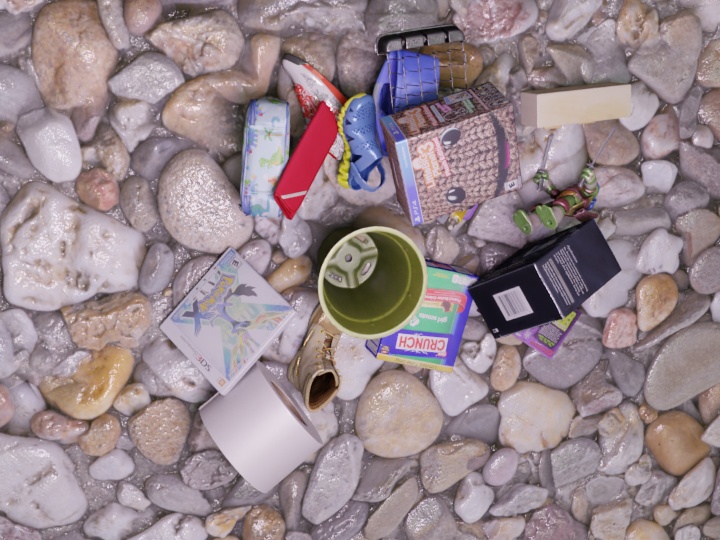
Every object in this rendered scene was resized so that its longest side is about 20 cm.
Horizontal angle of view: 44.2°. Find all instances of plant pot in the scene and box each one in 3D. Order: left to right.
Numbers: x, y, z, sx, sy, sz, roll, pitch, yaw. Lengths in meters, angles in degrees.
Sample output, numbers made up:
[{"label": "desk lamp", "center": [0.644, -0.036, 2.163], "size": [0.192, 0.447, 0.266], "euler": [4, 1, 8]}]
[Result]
[{"label": "plant pot", "center": [0.000, 0.000, 1.612], "size": [0.198, 0.190, 0.202], "euler": [-4, 105, -14]}]

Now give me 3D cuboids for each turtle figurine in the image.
[{"label": "turtle figurine", "center": [0.375, -0.166, 1.686], "size": [0.193, 0.143, 0.202], "euler": [-37, 137, -33]}]

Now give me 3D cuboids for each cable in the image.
[{"label": "cable", "center": [0.202, -0.158, 1.626], "size": [0.050, 0.200, 0.098], "euler": [6, 121, 27]}]

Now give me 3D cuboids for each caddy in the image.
[{"label": "caddy", "center": [0.072, -0.302, 1.575], "size": [0.104, 0.141, 0.202], "euler": [3, 103, -10]}]

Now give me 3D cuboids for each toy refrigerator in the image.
[{"label": "toy refrigerator", "center": [0.414, -0.317, 1.706], "size": [0.198, 0.076, 0.071], "euler": [-8, 107, -14]}]

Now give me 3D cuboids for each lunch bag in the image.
[{"label": "lunch bag", "center": [-0.165, -0.195, 1.531], "size": [0.081, 0.161, 0.202], "euler": [4, 103, -5]}]

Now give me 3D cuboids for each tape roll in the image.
[{"label": "tape roll", "center": [-0.182, 0.287, 1.632], "size": [0.139, 0.203, 0.203], "euler": [-40, 111, -3]}]

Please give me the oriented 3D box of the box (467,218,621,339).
[{"label": "box", "center": [0.344, 0.017, 1.667], "size": [0.199, 0.196, 0.118], "euler": [-32, 94, -35]}]

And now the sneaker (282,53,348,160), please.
[{"label": "sneaker", "center": [-0.084, -0.285, 1.578], "size": [0.201, 0.067, 0.108], "euler": [38, 90, -24]}]

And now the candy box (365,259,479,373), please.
[{"label": "candy box", "center": [0.119, 0.084, 1.729], "size": [0.167, 0.077, 0.202], "euler": [11, 102, -19]}]

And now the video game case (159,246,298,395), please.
[{"label": "video game case", "center": [-0.240, 0.090, 1.600], "size": [0.182, 0.022, 0.200], "euler": [42, 90, 18]}]

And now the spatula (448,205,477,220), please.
[{"label": "spatula", "center": [0.160, -0.116, 1.635], "size": [0.199, 0.021, 0.057], "euler": [-9, 133, -54]}]

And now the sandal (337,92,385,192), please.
[{"label": "sandal", "center": [0.010, -0.218, 1.558], "size": [0.079, 0.087, 0.201], "euler": [-31, 139, -28]}]

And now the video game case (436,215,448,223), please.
[{"label": "video game case", "center": [0.171, -0.190, 1.624], "size": [0.183, 0.022, 0.200], "euler": [-53, 154, 2]}]

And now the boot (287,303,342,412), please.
[{"label": "boot", "center": [-0.065, 0.153, 1.653], "size": [0.072, 0.155, 0.201], "euler": [28, 96, -20]}]

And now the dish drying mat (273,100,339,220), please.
[{"label": "dish drying mat", "center": [-0.089, -0.187, 1.499], "size": [0.201, 0.018, 0.077], "euler": [-64, 146, -24]}]

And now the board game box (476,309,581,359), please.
[{"label": "board game box", "center": [0.348, 0.085, 1.821], "size": [0.199, 0.032, 0.121], "euler": [33, 90, -20]}]

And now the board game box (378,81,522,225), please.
[{"label": "board game box", "center": [0.150, -0.191, 1.452], "size": [0.198, 0.097, 0.161], "euler": [-19, 125, -4]}]

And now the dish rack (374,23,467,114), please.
[{"label": "dish rack", "center": [0.111, -0.302, 1.484], "size": [0.152, 0.055, 0.202], "euler": [-10, 108, -9]}]
